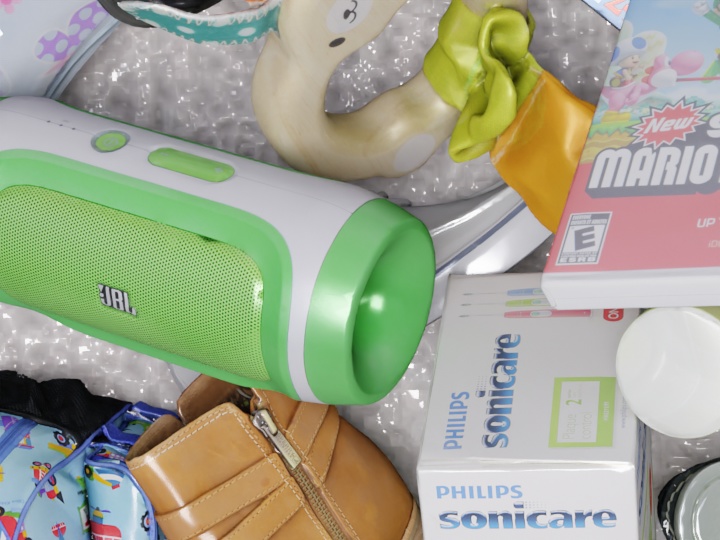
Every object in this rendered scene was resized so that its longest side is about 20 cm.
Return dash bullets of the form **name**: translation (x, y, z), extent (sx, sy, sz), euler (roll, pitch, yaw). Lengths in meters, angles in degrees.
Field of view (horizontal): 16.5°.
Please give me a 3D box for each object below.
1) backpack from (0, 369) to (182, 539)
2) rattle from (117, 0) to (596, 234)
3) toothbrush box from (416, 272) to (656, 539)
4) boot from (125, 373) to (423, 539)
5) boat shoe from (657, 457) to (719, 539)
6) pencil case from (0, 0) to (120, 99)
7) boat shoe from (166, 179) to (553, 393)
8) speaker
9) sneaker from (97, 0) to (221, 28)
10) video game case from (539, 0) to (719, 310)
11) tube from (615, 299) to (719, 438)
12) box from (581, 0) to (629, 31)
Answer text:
- **backpack**: translation (-0.152, 0.143, 1.042), extent (0.134, 0.200, 0.184), euler (7, 96, 8)
- **rattle**: translation (0.014, -0.065, 0.950), extent (0.130, 0.200, 0.143), euler (-30, 65, 18)
- **toothbrush box**: translation (0.076, 0.121, 1.000), extent (0.086, 0.146, 0.201), euler (-2, 119, 9)
- **boot**: translation (-0.042, 0.134, 0.999), extent (0.076, 0.200, 0.156), euler (-11, 121, 46)
- **boat shoe**: translation (0.221, 0.128, 1.054), extent (0.199, 0.060, 0.076), euler (27, 86, -5)
- **pencil case**: translation (-0.153, -0.105, 1.075), extent (0.091, 0.083, 0.200), euler (39, 100, -11)
- **boat shoe**: translation (0.000, 0.000, 1.067), extent (0.199, 0.074, 0.066), euler (-31, 95, 10)
- **speaker**: translation (-0.075, -0.010, 0.985), extent (0.199, 0.088, 0.089), euler (16, 99, 25)
- **sneaker**: translation (-0.022, -0.167, 0.992), extent (0.076, 0.091, 0.200), euler (43, 89, -19)
- **video game case**: translation (0.157, -0.068, 0.935), extent (0.142, 0.201, 0.017), euler (-2, 138, 28)
- **tube**: translation (0.157, 0.013, 0.985), extent (0.052, 0.200, 0.058), euler (21, 110, 20)
- **box**: translation (0.096, -0.200, 1.048), extent (0.200, 0.038, 0.137), euler (38, 101, 3)
